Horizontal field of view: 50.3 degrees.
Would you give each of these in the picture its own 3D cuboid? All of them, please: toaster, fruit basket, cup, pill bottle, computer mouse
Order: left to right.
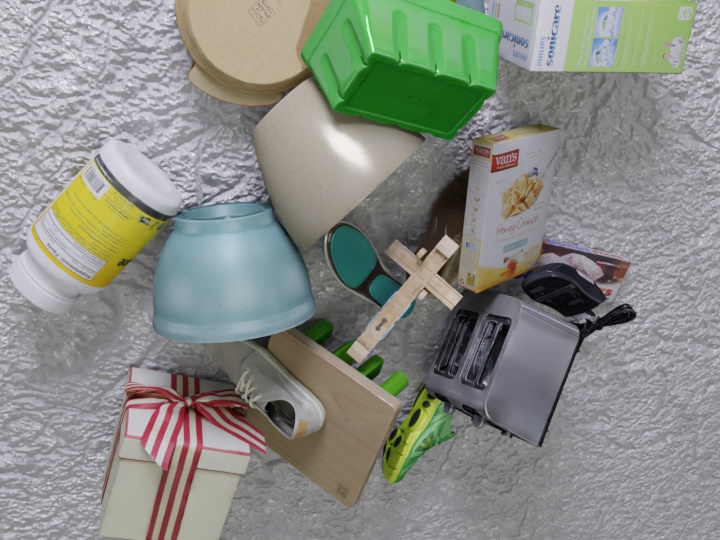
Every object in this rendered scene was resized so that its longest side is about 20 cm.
[{"bbox_3d":[-0.317,-0.047,0.909,0.200,0.113,0.112,-44,117,9],"label":"pill bottle"},{"bbox_3d":[-0.043,-0.142,0.907,0.200,0.200,0.143,-41,96,7],"label":"cup"},{"bbox_3d":[0.049,-0.270,0.850,0.215,0.216,0.156,19,142,-22],"label":"fruit basket"},{"bbox_3d":[0.200,0.125,1.068,0.118,0.181,0.201,26,84,-22],"label":"toaster"},{"bbox_3d":[0.292,0.043,1.128,0.200,0.046,0.140,24,143,-28],"label":"computer mouse"}]

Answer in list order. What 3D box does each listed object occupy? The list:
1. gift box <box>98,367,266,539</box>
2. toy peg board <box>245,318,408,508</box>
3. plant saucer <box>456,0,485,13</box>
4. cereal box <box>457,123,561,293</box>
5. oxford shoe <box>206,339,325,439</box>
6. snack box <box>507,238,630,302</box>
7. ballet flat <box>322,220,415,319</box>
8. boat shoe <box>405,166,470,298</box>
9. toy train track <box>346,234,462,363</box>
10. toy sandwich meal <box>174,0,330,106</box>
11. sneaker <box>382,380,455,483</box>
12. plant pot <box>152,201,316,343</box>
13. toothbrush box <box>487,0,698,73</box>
[{"bbox_3d":[-0.240,0.249,1.026,0.184,0.200,0.187,11,111,-24],"label":"gift box"},{"bbox_3d":[-0.038,0.184,1.068,0.200,0.098,0.200,33,124,19],"label":"toy peg board"},{"bbox_3d":[0.065,-0.292,0.932,0.200,0.039,0.202,-6,116,-13],"label":"plant saucer"},{"bbox_3d":[0.194,-0.083,1.002,0.144,0.039,0.201,-20,124,-39],"label":"cereal box"},{"bbox_3d":[-0.136,0.152,1.023,0.058,0.200,0.075,-32,152,-47],"label":"oxford shoe"},{"bbox_3d":[0.301,-0.004,1.138,0.199,0.024,0.072,11,113,-19],"label":"snack box"},{"bbox_3d":[0.000,0.000,1.029,0.069,0.069,0.200,-40,129,6],"label":"ballet flat"},{"bbox_3d":[0.132,-0.054,1.054,0.200,0.071,0.064,-58,150,6],"label":"boat shoe"},{"bbox_3d":[0.053,0.038,0.985,0.115,0.033,0.200,40,95,5],"label":"toy train track"},{"bbox_3d":[-0.117,-0.290,0.874,0.204,0.070,0.206,-5,111,-12],"label":"toy sandwich meal"},{"bbox_3d":[0.101,0.254,1.182,0.083,0.074,0.200,27,106,-20],"label":"sneaker"},{"bbox_3d":[-0.159,-0.009,0.931,0.199,0.200,0.135,-7,105,-11],"label":"plant pot"},{"bbox_3d":[0.270,-0.293,0.924,0.199,0.146,0.086,-4,116,-12],"label":"toothbrush box"}]
